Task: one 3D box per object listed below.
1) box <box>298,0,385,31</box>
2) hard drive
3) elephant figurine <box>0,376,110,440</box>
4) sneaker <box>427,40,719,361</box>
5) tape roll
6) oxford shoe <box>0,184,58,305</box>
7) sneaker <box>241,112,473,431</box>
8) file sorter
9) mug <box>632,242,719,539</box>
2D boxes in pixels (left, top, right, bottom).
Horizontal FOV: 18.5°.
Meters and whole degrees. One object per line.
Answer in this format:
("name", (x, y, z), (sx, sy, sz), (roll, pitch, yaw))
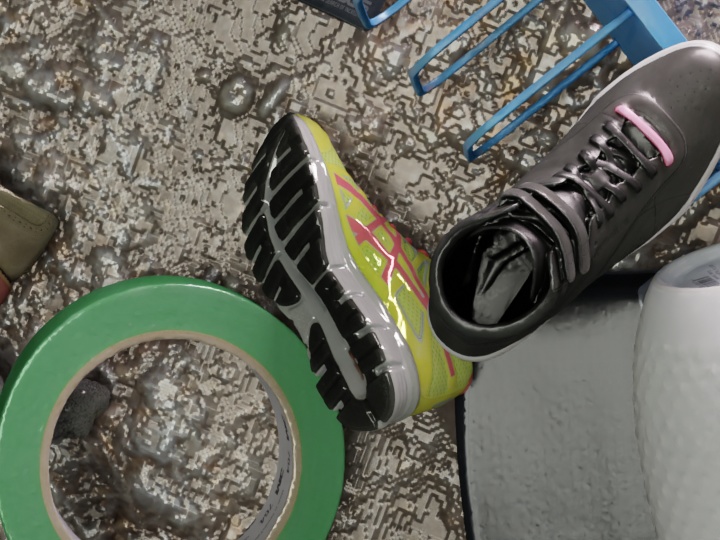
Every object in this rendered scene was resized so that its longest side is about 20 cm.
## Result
("box", (-0.040, -0.235, 1.171), (0.051, 0.199, 0.159), (41, 107, 47))
("hard drive", (0.118, 0.104, 1.240), (0.133, 0.042, 0.202), (-3, 95, 13))
("elephant figurine", (-0.273, 0.077, 1.266), (0.200, 0.155, 0.141), (-44, 62, -9))
("sneaker", (0.107, -0.032, 1.047), (0.200, 0.099, 0.071), (-45, 85, 4))
("tape roll", (-0.109, 0.105, 1.249), (0.198, 0.048, 0.203), (-1, 95, -12))
("oxford shoe", (-0.263, -0.065, 1.308), (0.200, 0.071, 0.075), (42, 76, 7))
("sneaker", (0.000, 0.000, 1.239), (0.078, 0.090, 0.201), (-47, 57, 43))
("file sorter", (0.103, -0.099, 1.163), (0.122, 0.139, 0.201), (-38, 87, 2))
("mug", (0.213, 0.084, 1.123), (0.146, 0.200, 0.177), (-14, 103, 5))
